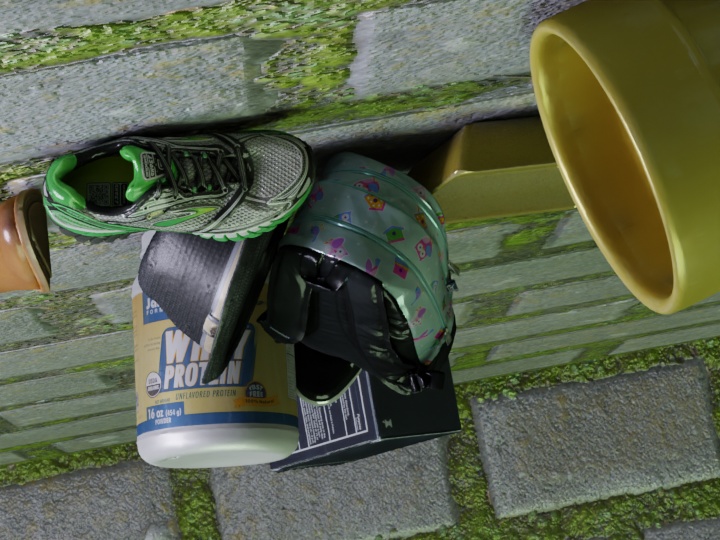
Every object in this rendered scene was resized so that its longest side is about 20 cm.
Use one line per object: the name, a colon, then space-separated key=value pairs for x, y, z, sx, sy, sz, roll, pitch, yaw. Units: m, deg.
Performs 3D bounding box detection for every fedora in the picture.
fedora: x=-0.120 y=-0.011 z=1.628 sx=0.091 sy=0.202 sz=0.201 roll=23 pitch=170 yaw=1

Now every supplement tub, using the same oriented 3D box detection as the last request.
supplement tub: x=-0.129 y=0.067 z=1.799 sx=0.143 sy=0.202 sz=0.145 roll=-4 pitch=169 yaw=-1

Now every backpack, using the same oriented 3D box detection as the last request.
backpack: x=0.000 y=0.000 z=1.650 sx=0.165 sy=0.128 sz=0.200 roll=15 pitch=156 yaw=14

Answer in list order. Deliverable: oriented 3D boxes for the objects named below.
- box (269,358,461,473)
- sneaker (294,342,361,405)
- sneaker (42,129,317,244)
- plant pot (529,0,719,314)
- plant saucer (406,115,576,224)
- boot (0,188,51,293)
box: x=-0.010 y=0.095 z=2.162 sx=0.122 sy=0.202 sz=0.198 roll=-3 pitch=169 yaw=-37
sneaker: x=-0.011 y=0.016 z=1.803 sx=0.072 sy=0.201 sz=0.112 roll=23 pitch=167 yaw=8
sneaker: x=-0.128 y=-0.060 z=1.451 sx=0.198 sy=0.079 sz=0.085 roll=-10 pitch=171 yaw=-2
plant pot: x=0.233 y=-0.102 z=1.301 sx=0.187 sy=0.202 sz=0.201 roll=-25 pitch=173 yaw=-8
plant saucer: x=0.132 y=-0.087 z=1.682 sx=0.198 sy=0.049 sz=0.200 roll=-7 pitch=170 yaw=-19
boot: x=-0.318 y=-0.015 z=1.579 sx=0.153 sy=0.078 sz=0.200 roll=-5 pitch=178 yaw=-10
